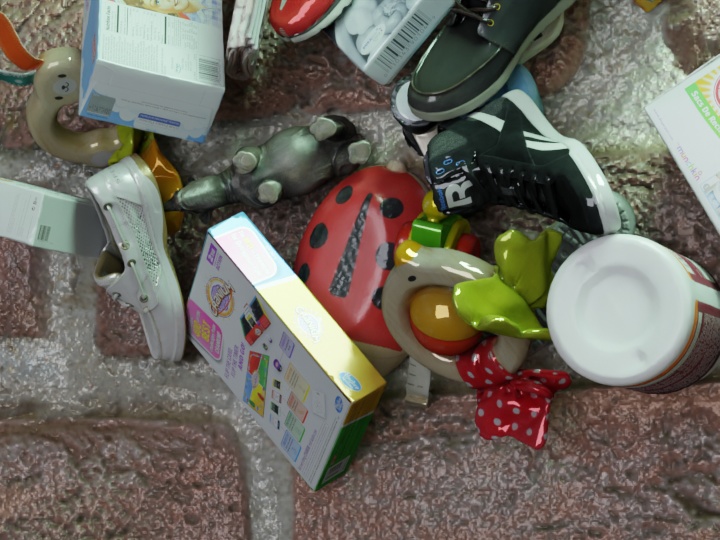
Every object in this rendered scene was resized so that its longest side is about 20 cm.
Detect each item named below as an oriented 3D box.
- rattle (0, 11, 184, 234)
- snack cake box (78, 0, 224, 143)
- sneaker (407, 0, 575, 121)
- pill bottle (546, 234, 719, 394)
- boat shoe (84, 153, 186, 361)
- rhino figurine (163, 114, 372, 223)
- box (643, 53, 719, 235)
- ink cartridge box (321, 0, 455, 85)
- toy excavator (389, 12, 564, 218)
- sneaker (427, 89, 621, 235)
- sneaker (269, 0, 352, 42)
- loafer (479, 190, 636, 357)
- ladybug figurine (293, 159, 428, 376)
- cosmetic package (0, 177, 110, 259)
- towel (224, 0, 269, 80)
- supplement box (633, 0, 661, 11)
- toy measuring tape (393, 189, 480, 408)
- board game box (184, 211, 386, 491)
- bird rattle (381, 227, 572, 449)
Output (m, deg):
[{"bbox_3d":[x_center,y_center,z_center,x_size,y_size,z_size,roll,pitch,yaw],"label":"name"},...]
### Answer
[{"bbox_3d":[-0.251,-0.123,1.782,0.129,0.200,0.144,-13,62,24],"label":"rattle"},{"bbox_3d":[-0.182,-0.212,1.768,0.201,0.114,0.067,-95,23,-44],"label":"snack cake box"},{"bbox_3d":[0.095,-0.218,1.631,0.075,0.106,0.200,26,67,38],"label":"sneaker"},{"bbox_3d":[0.225,0.038,1.589,0.113,0.200,0.115,-3,83,21],"label":"pill bottle"},{"bbox_3d":[-0.203,-0.003,1.780,0.071,0.069,0.201,38,144,55],"label":"boat shoe"},{"bbox_3d":[-0.085,-0.084,1.770,0.199,0.087,0.060,-21,94,4],"label":"rhino figurine"},{"bbox_3d":[0.325,-0.068,1.608,0.101,0.112,0.201,-33,72,15],"label":"box"},{"bbox_3d":[0.024,-0.292,1.756,0.198,0.043,0.200,-50,49,10],"label":"ink cartridge box"},{"bbox_3d":[0.120,-0.169,1.722,0.199,0.100,0.195,-28,74,2],"label":"toy excavator"},{"bbox_3d":[0.116,-0.063,1.576,0.111,0.073,0.200,-25,33,-7],"label":"sneaker"},{"bbox_3d":[-0.032,-0.292,1.713,0.077,0.085,0.201,27,89,42],"label":"sneaker"},{"bbox_3d":[0.162,0.006,1.694,0.200,0.070,0.075,-43,86,27],"label":"loafer"},{"bbox_3d":[0.000,0.000,1.750,0.135,0.072,0.202,13,89,22],"label":"ladybug figurine"},{"bbox_3d":[-0.267,-0.044,1.791,0.082,0.200,0.051,13,90,21],"label":"cosmetic package"},{"bbox_3d":[-0.085,-0.274,1.758,0.032,0.191,0.202,12,88,-5],"label":"towel"},{"bbox_3d":[0.191,-0.310,1.712,0.200,0.066,0.069,45,101,20],"label":"supplement box"},{"bbox_3d":[0.063,0.017,1.698,0.073,0.074,0.201,17,125,22],"label":"toy measuring tape"},{"bbox_3d":[-0.070,0.071,1.737,0.040,0.153,0.200,-29,68,-31],"label":"board game box"},{"bbox_3d":[0.095,0.044,1.627,0.162,0.201,0.113,22,57,16],"label":"bird rattle"}]
